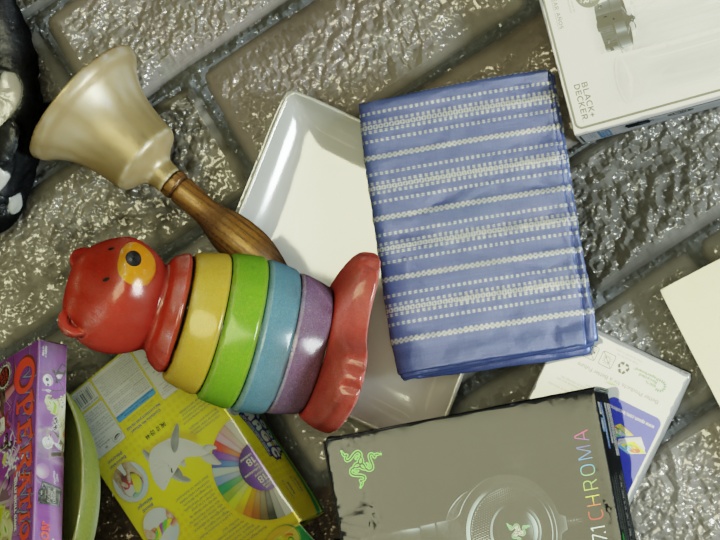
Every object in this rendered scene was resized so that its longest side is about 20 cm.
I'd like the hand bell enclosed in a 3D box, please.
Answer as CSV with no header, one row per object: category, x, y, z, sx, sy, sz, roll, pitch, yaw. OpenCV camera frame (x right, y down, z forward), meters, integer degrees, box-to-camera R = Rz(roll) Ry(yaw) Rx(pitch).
hand bell,-0.126,-0.054,1.629,0.200,0.104,0.104,42,95,9

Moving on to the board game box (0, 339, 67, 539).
board game box,-0.243,0.159,1.589,0.120,0.032,0.201,-26,57,43

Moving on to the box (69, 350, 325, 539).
box,-0.112,0.143,1.630,0.117,0.048,0.200,-38,79,22

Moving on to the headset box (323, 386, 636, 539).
headset box,0.080,0.180,1.547,0.199,0.093,0.175,-11,83,12

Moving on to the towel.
towel,0.081,-0.031,1.602,0.144,0.024,0.201,-10,82,13

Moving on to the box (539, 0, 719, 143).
box,0.231,-0.168,1.589,0.199,0.060,0.117,-16,84,10

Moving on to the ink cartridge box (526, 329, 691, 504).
ink cartridge box,0.144,0.141,1.600,0.095,0.037,0.200,26,90,12

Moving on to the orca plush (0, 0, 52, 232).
orca plush,-0.251,-0.125,1.689,0.105,0.071,0.201,-18,75,54

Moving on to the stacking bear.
stacking bear,-0.101,0.033,1.554,0.199,0.114,0.122,15,56,-10

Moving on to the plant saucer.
plant saucer,-0.234,0.172,1.620,0.200,0.031,0.201,-26,57,49

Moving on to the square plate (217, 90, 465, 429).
square plate,0.000,0.000,1.639,0.200,0.028,0.199,23,91,11

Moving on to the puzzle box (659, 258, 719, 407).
puzzle box,0.307,0.072,1.579,0.133,0.025,0.200,-27,82,8
